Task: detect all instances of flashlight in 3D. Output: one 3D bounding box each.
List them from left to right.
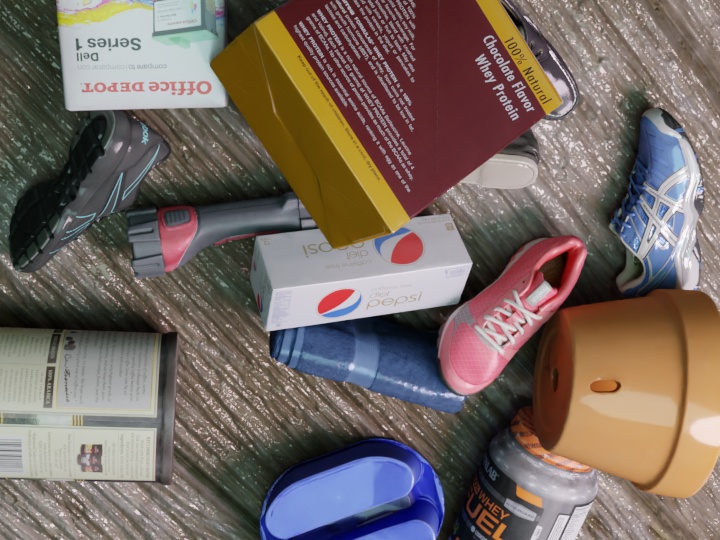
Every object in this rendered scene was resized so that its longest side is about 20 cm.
[{"bbox_3d":[-0.121,-0.038,1.191,0.199,0.068,0.068,-7,100,-9],"label":"flashlight"}]

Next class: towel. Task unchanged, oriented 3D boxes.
[{"bbox_3d":[0.008,0.078,1.224,0.199,0.112,0.049,18,110,-13],"label":"towel"}]

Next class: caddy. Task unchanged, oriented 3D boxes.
[{"bbox_3d":[-0.010,0.259,1.304,0.199,0.105,0.142,-19,89,1],"label":"caddy"}]

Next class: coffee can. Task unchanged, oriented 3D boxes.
[{"bbox_3d":[-0.276,0.128,1.192,0.199,0.146,0.147,3,112,-8],"label":"coffee can"}]

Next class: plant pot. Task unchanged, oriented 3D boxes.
[{"bbox_3d":[0.250,0.113,1.205,0.139,0.200,0.201,5,111,-7],"label":"plant pot"}]

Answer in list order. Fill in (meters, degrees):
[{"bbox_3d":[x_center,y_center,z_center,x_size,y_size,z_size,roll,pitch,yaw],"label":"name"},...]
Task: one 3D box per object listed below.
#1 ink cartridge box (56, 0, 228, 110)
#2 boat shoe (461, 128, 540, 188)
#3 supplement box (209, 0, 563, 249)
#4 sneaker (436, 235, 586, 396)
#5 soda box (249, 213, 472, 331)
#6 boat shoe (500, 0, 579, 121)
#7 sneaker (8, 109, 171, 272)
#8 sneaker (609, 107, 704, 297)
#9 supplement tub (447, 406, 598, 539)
[{"bbox_3d":[-0.188,-0.244,1.084,0.144,0.084,0.201,-2,112,-6],"label":"ink cartridge box"},{"bbox_3d":[0.072,-0.120,1.191,0.199,0.057,0.067,7,147,-6],"label":"boat shoe"},{"bbox_3d":[0.021,-0.159,1.057,0.200,0.133,0.198,-38,99,-21],"label":"supplement box"},{"bbox_3d":[0.145,0.034,1.196,0.074,0.087,0.200,43,68,-4],"label":"sneaker"},{"bbox_3d":[0.000,0.000,1.184,0.199,0.068,0.064,-7,142,-18],"label":"soda box"},{"bbox_3d":[0.131,-0.206,1.150,0.072,0.065,0.200,-42,112,9],"label":"boat shoe"},{"bbox_3d":[-0.253,-0.063,1.156,0.079,0.076,0.200,15,130,-46],"label":"sneaker"},{"bbox_3d":[0.287,-0.059,1.223,0.077,0.076,0.201,-11,112,-7],"label":"sneaker"},{"bbox_3d":[0.171,0.252,1.311,0.122,0.123,0.201,16,108,-13],"label":"supplement tub"}]
